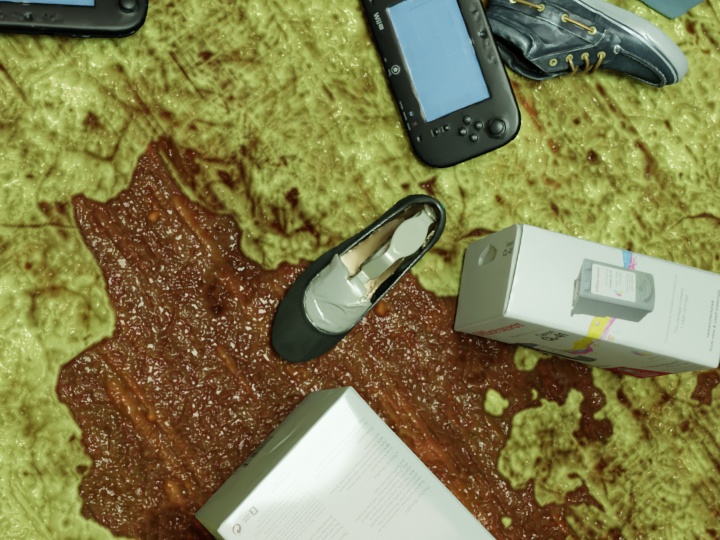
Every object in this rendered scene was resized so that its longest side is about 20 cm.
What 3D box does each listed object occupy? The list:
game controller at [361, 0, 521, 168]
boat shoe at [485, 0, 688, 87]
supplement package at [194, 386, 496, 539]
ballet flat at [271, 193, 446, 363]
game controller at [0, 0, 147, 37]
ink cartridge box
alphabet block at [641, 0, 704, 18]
[{"bbox_3d":[0.072,-0.197,1.115,0.103,0.042,0.202,-19,88,5],"label":"game controller"},{"bbox_3d":[0.205,-0.207,1.152,0.199,0.071,0.091,30,79,-2],"label":"boat shoe"},{"bbox_3d":[-0.008,0.221,1.003,0.200,0.151,0.152,46,75,-5],"label":"supplement package"},{"bbox_3d":[0.000,0.000,1.072,0.068,0.068,0.200,46,76,-6],"label":"ballet flat"},{"bbox_3d":[-0.280,-0.251,1.034,0.198,0.042,0.106,0,84,-15],"label":"game controller"},{"bbox_3d":[0.199,0.031,1.080,0.198,0.148,0.087,13,79,-12],"label":"ink cartridge box"},{"bbox_3d":[0.291,-0.387,1.125,0.194,0.196,0.201,28,78,-11],"label":"alphabet block"}]
